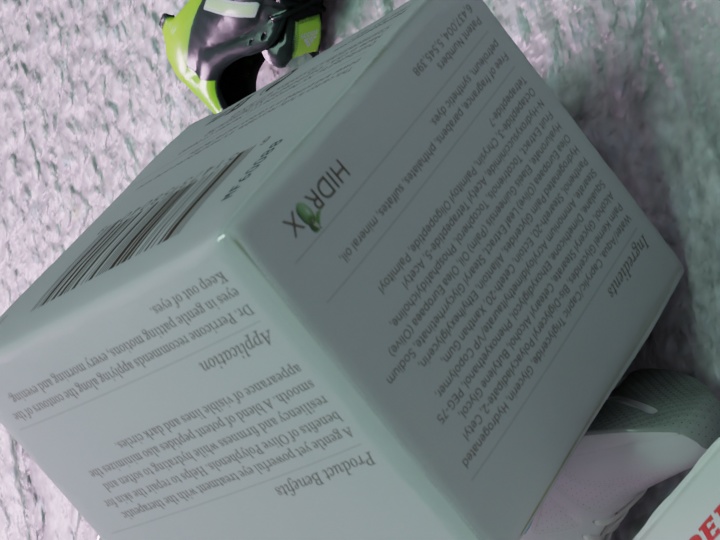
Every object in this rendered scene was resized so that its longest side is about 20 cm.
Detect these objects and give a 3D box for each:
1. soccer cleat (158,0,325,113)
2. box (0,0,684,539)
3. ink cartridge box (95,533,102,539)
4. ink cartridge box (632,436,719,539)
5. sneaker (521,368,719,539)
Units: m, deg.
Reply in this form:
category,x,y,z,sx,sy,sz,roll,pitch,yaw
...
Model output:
category,x,y,z,sx,sy,sz,roll,pitch,yaw
soccer cleat,-0.040,-0.160,1.113,0.081,0.067,0.200,53,134,18
box,-0.014,0.021,0.881,0.199,0.200,0.171,-25,109,46
ink cartridge box,-0.072,0.181,1.051,0.129,0.125,0.200,-60,-10,-64
ink cartridge box,0.182,0.163,0.755,0.145,0.084,0.200,-58,46,37
sneaker,0.090,0.098,0.920,0.200,0.070,0.080,-24,92,50
